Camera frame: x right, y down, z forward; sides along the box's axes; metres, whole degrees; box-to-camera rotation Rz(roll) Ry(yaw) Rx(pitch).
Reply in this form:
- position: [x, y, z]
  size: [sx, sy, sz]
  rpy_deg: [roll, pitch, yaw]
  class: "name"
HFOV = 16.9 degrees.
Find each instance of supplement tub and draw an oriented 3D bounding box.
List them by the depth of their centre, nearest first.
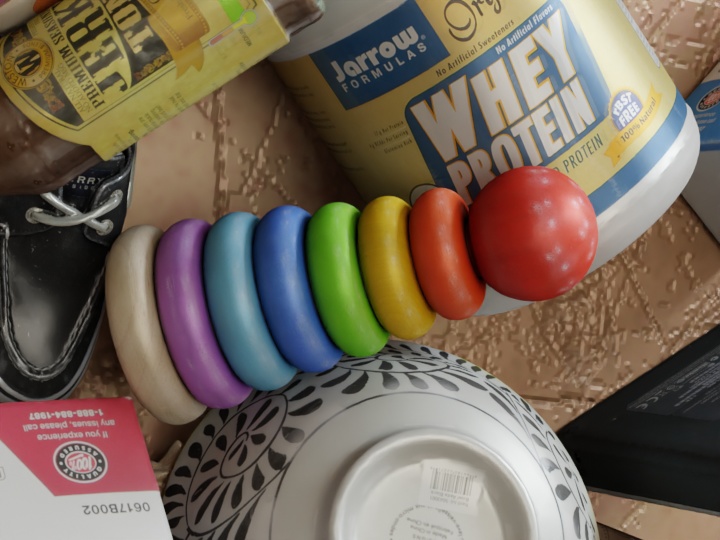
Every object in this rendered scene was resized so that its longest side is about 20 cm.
- position: [0.041, -0.097, 1.054]
  size: [0.145, 0.144, 0.201]
  rpy_deg: [-41, 107, -19]
  class: "supplement tub"

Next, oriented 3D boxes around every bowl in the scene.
- position: [0.020, 0.117, 1.002]
  size: [0.199, 0.094, 0.202]
  rpy_deg: [3, 76, -13]
  class: "bowl"

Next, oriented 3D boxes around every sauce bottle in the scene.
- position: [-0.110, -0.073, 0.954]
  size: [0.199, 0.065, 0.065]
  rpy_deg: [-35, 106, 0]
  class: "sauce bottle"

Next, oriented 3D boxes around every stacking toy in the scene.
- position: [0.000, 0.000, 0.994]
  size: [0.199, 0.085, 0.086]
  rpy_deg: [-15, 99, 13]
  class: "stacking toy"

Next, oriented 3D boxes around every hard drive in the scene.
- position: [0.193, 0.062, 1.099]
  size: [0.139, 0.200, 0.033]
  rpy_deg: [-31, 104, -22]
  class: "hard drive"

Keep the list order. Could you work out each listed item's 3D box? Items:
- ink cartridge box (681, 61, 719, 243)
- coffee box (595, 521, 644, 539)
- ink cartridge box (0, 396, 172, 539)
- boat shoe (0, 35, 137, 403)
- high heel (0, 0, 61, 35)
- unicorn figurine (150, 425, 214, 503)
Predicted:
- position: [0.253, -0.101, 1.156]
  size: [0.200, 0.144, 0.085]
  rpy_deg: [-46, 107, -18]
  class: "ink cartridge box"
- position: [0.073, 0.211, 1.110]
  size: [0.114, 0.080, 0.201]
  rpy_deg: [23, 81, -24]
  class: "coffee box"
- position: [-0.139, 0.155, 0.935]
  size: [0.147, 0.086, 0.201]
  rpy_deg: [-1, 56, -32]
  class: "ink cartridge box"
- position: [-0.125, -0.040, 1.016]
  size: [0.071, 0.068, 0.202]
  rpy_deg: [10, 86, -25]
  class: "boat shoe"
- position: [-0.173, -0.126, 0.968]
  size: [0.200, 0.067, 0.096]
  rpy_deg: [-38, 84, 8]
  class: "high heel"
- position: [-0.059, 0.172, 1.058]
  size: [0.137, 0.074, 0.201]
  rpy_deg: [-27, 86, -22]
  class: "unicorn figurine"
